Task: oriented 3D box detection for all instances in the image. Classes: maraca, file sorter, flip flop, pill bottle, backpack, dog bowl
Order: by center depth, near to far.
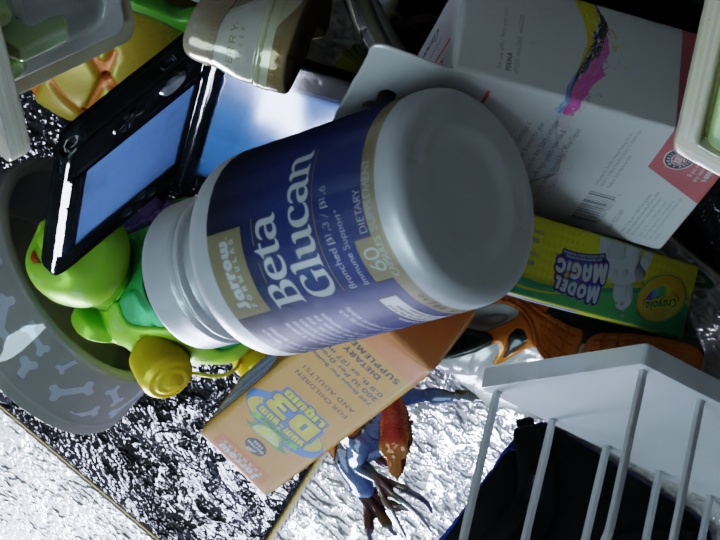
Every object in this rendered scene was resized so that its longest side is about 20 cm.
[{"bbox_3d":[-0.018,-0.017,1.233,0.199,0.111,0.111,-16,116,41],"label":"pill bottle"},{"bbox_3d":[0.063,-0.103,1.355,0.200,0.058,0.081,42,-175,-13],"label":"flip flop"},{"bbox_3d":[0.175,0.141,1.379,0.199,0.125,0.138,26,158,-32],"label":"file sorter"},{"bbox_3d":[-0.137,-0.141,1.486,0.198,0.108,0.137,8,162,17],"label":"maraca"},{"bbox_3d":[0.116,0.236,1.551,0.162,0.200,0.168,28,144,20],"label":"backpack"},{"bbox_3d":[-0.205,0.012,1.658,0.058,0.200,0.200,-32,104,26],"label":"dog bowl"}]

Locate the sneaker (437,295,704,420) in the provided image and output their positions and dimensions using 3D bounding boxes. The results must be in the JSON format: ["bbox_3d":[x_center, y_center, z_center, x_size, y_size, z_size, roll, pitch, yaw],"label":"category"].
[{"bbox_3d":[0.134,0.054,1.460,0.199,0.076,0.092,5,149,44],"label":"sneaker"}]

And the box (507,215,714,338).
[{"bbox_3d":[0.099,-0.005,1.335,0.199,0.049,0.117,12,-178,-45],"label":"box"}]

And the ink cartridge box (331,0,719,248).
[{"bbox_3d":[0.089,-0.088,1.256,0.198,0.068,0.117,15,150,-11],"label":"ink cartridge box"}]

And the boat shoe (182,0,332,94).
[{"bbox_3d":[-0.049,-0.155,1.298,0.064,0.200,0.073,13,118,4],"label":"boat shoe"}]

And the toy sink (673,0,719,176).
[{"bbox_3d":[0.235,-0.121,1.104,0.130,0.112,0.201,30,145,18],"label":"toy sink"}]

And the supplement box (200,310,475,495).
[{"bbox_3d":[-0.017,0.064,1.471,0.067,0.069,0.200,43,139,-6],"label":"supplement box"}]

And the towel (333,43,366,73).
[{"bbox_3d":[-0.006,-0.063,1.515,0.086,0.018,0.200,37,147,2],"label":"towel"}]

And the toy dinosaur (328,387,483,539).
[{"bbox_3d":[-0.001,0.117,1.585,0.198,0.106,0.182,9,156,16],"label":"toy dinosaur"}]

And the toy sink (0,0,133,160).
[{"bbox_3d":[-0.203,-0.180,1.341,0.200,0.112,0.131,45,155,41],"label":"toy sink"}]

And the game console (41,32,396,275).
[{"bbox_3d":[-0.088,-0.053,1.425,0.116,0.176,0.200,45,157,9],"label":"game console"}]

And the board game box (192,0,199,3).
[{"bbox_3d":[-0.143,-0.269,1.389,0.199,0.056,0.197,25,143,26],"label":"board game box"}]

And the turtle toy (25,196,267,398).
[{"bbox_3d":[-0.128,0.003,1.575,0.146,0.199,0.102,56,137,42],"label":"turtle toy"}]
